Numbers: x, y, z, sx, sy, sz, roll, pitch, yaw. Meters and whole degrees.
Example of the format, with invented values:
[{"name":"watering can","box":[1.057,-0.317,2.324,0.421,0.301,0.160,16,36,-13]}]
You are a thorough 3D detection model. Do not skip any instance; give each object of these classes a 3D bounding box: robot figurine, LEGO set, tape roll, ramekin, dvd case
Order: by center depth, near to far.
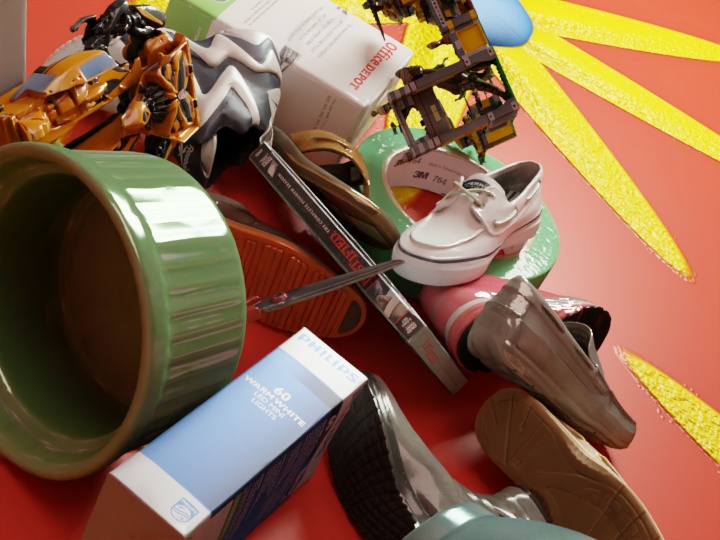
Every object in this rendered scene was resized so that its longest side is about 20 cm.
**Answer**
[{"name":"ramekin","box":[-0.163,0.019,0.841,0.200,0.201,0.097,46,32,24]},{"name":"robot figurine","box":[-0.183,-0.106,0.980,0.058,0.146,0.200,15,38,28]},{"name":"dvd case","box":[0.000,0.000,1.043,0.200,0.022,0.146,48,-1,25]},{"name":"LEGO set","box":[0.054,-0.175,1.196,0.154,0.115,0.201,-100,166,-84]},{"name":"tape roll","box":[0.077,-0.045,1.203,0.199,0.048,0.201,18,37,-14]}]

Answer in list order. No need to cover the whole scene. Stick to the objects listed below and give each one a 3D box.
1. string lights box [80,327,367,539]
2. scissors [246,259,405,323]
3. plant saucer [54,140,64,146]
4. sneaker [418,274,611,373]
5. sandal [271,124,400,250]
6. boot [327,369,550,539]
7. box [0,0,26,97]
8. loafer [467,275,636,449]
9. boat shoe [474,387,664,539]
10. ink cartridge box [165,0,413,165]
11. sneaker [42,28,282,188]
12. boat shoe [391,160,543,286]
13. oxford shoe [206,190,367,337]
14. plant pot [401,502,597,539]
[{"name":"string lights box","box":[-0.083,0.125,0.837,0.059,0.103,0.200,37,36,12]},{"name":"scissors","box":[-0.067,0.028,0.947,0.199,0.014,0.073,-10,23,12]},{"name":"plant saucer","box":[-0.276,-0.062,0.999,0.199,0.031,0.201,18,37,-14]},{"name":"sneaker","box":[0.127,0.033,1.103,0.199,0.074,0.087,10,27,-46]},{"name":"sandal","box":[-0.029,-0.088,1.130,0.200,0.054,0.080,43,-4,43]},{"name":"boot","box":[0.062,0.160,0.938,0.130,0.068,0.201,3,50,-38]},{"name":"box","box":[-0.345,-0.167,0.899,0.171,0.201,0.199,34,42,28]},{"name":"loafer","box":[0.157,0.074,1.031,0.070,0.070,0.200,21,-14,46]},{"name":"boat shoe","box":[0.164,0.166,0.980,0.200,0.074,0.069,54,16,29]},{"name":"ink cartridge box","box":[-0.071,-0.196,1.255,0.199,0.084,0.146,31,36,3]},{"name":"sneaker","box":[-0.159,-0.125,1.111,0.198,0.080,0.130,-1,60,-13]},{"name":"boat shoe","box":[0.088,-0.046,1.100,0.073,0.067,0.200,19,25,23]},{"name":"oxford shoe","box":[-0.080,-0.017,1.045,0.199,0.072,0.073,29,30,0]},{"name":"plant pot","box":[0.071,0.215,0.759,0.200,0.201,0.134,-16,48,-45]}]
